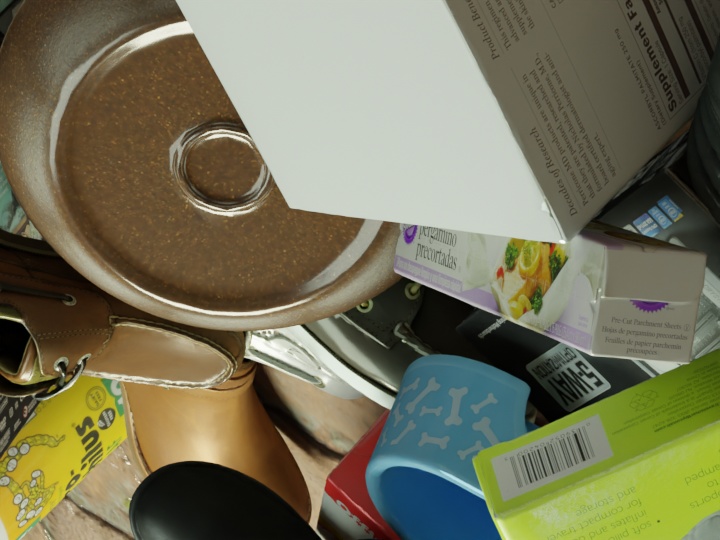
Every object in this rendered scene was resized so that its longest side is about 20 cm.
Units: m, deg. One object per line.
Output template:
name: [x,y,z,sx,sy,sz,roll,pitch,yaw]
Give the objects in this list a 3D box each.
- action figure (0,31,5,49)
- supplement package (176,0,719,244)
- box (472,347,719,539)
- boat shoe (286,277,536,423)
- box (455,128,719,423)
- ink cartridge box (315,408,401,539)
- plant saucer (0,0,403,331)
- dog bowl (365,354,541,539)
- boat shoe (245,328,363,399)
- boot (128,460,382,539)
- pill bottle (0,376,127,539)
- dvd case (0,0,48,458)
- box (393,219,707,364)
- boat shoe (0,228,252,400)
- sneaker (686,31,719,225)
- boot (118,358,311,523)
action figure: [-0.121,-0.126,1.062,0.102,0.119,0.200,31,137,26]
supplement package: [0.012,-0.125,0.874,0.155,0.111,0.200,9,135,50]
box: [0.134,0.128,0.929,0.048,0.122,0.200,-104,-11,-59]
boat shoe: [-0.001,0.001,1.110,0.201,0.072,0.060,33,122,7]
box: [0.141,0.035,0.973,0.158,0.050,0.200,46,153,-2]
ink cartridge box: [0.042,0.132,1.206,0.116,0.067,0.200,40,160,12]
plant saucer: [-0.053,-0.050,1.019,0.200,0.037,0.201,2,123,3]
dog bowl: [0.089,0.110,1.028,0.200,0.050,0.112,27,151,20]
boat shoe: [-0.076,0.003,1.177,0.200,0.071,0.069,30,136,7]
boot: [-0.023,0.141,1.126,0.165,0.066,0.200,35,171,-6]
pill bottle: [-0.209,0.092,1.389,0.113,0.200,0.113,34,151,22]
dvd case: [-0.171,-0.024,1.191,0.022,0.146,0.201,4,118,13]
box: [0.064,-0.002,0.920,0.200,0.041,0.039,-155,73,-71]
boat shoe: [-0.142,0.026,1.097,0.199,0.068,0.072,16,139,-19]
sneaker: [0.187,-0.012,0.829,0.200,0.071,0.099,47,156,12]
boot: [-0.071,0.054,1.287,0.200,0.077,0.155,60,154,-2]
